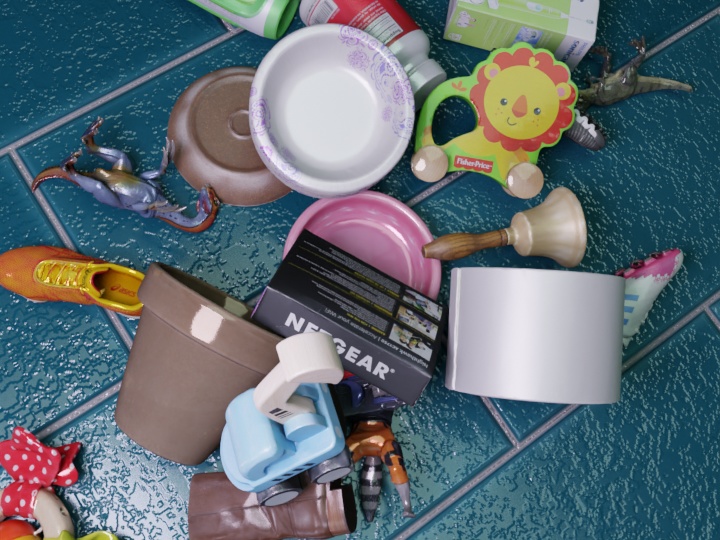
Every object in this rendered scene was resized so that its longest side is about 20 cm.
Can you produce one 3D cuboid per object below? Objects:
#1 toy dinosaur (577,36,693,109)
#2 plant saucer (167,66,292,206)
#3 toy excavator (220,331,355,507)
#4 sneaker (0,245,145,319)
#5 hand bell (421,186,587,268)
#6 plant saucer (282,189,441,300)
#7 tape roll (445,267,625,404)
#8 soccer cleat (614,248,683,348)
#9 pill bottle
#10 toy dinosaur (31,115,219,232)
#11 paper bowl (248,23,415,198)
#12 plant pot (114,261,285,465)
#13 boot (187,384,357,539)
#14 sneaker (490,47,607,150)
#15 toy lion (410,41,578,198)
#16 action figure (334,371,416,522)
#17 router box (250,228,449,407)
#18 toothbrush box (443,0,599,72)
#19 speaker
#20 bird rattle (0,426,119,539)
[{"bbox_3d":[0.373,-0.280,1.206,0.198,0.047,0.089,-11,91,-11],"label":"toy dinosaur"},{"bbox_3d":[-0.152,-0.184,1.103,0.198,0.037,0.203,2,73,-7],"label":"plant saucer"},{"bbox_3d":[-0.072,0.138,0.796,0.193,0.200,0.101,-29,63,16],"label":"toy excavator"},{"bbox_3d":[-0.333,0.005,0.996,0.198,0.077,0.074,9,73,-4],"label":"sneaker"},{"bbox_3d":[0.170,-0.040,1.066,0.198,0.104,0.105,-9,74,-14],"label":"hand bell"},{"bbox_3d":[0.000,0.000,1.058,0.198,0.051,0.203,4,71,-11],"label":"plant saucer"},{"bbox_3d":[0.199,0.073,0.975,0.200,0.203,0.141,3,88,-7],"label":"tape roll"},{"bbox_3d":[0.343,0.046,1.096,0.199,0.070,0.087,-29,89,-11],"label":"soccer cleat"},{"bbox_3d":[0.019,-0.304,1.125,0.112,0.112,0.200,-38,82,-17],"label":"pill bottle"},{"bbox_3d":[-0.273,-0.104,1.053,0.181,0.199,0.106,43,54,-31],"label":"toy dinosaur"},{"bbox_3d":[-0.039,-0.189,1.042,0.198,0.104,0.203,0,88,-10],"label":"paper bowl"},{"bbox_3d":[-0.186,0.111,0.942,0.199,0.200,0.176,30,89,2],"label":"plant pot"},{"bbox_3d":[-0.113,0.215,0.938,0.198,0.064,0.189,-14,71,17],"label":"boot"},{"bbox_3d":[0.238,-0.210,1.151,0.199,0.067,0.091,34,112,-4],"label":"sneaker"},{"bbox_3d":[0.174,-0.198,1.095,0.198,0.069,0.194,9,97,0],"label":"toy lion"},{"bbox_3d":[-0.016,0.189,0.998,0.198,0.105,0.196,-5,64,19],"label":"action figure"},{"bbox_3d":[-0.006,0.047,0.943,0.199,0.051,0.149,29,29,-1],"label":"router box"},{"bbox_3d":[0.230,-0.386,1.196,0.198,0.086,0.147,12,71,-4],"label":"toothbrush box"},{"bbox_3d":[-0.184,-0.389,1.136,0.199,0.089,0.089,29,71,1],"label":"speaker"},{"bbox_3d":[-0.356,0.279,0.900,0.162,0.113,0.201,-36,78,0],"label":"bird rattle"}]
